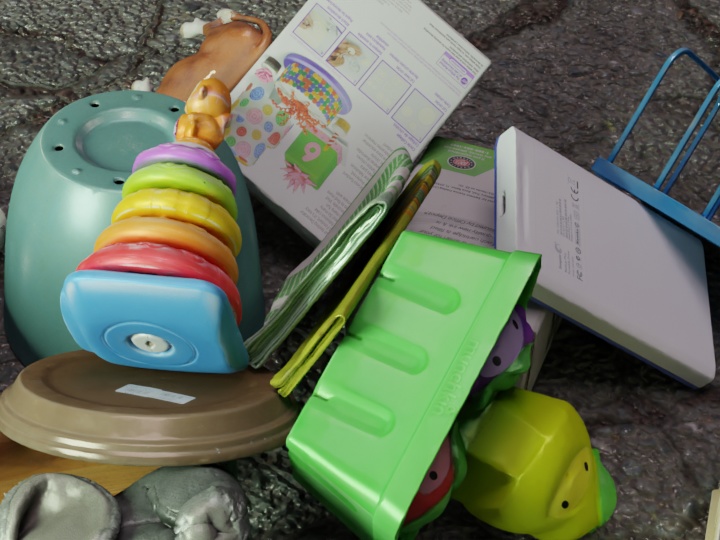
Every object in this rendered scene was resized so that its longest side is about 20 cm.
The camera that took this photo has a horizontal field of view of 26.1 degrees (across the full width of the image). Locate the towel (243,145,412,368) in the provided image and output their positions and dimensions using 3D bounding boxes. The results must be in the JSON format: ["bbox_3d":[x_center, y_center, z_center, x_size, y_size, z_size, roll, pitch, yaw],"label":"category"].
[{"bbox_3d":[-0.020,-0.014,1.087,0.023,0.153,0.200,40,16,-3],"label":"towel"}]

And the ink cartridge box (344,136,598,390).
[{"bbox_3d":[0.088,-0.003,1.184,0.144,0.085,0.201,16,41,14],"label":"ink cartridge box"}]

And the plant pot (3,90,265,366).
[{"bbox_3d":[-0.168,-0.031,1.135,0.198,0.162,0.202,2,40,-2],"label":"plant pot"}]

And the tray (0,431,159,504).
[{"bbox_3d":[-0.222,0.135,1.030,0.198,0.037,0.099,-9,42,-14],"label":"tray"}]

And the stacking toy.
[{"bbox_3d":[-0.116,-0.041,1.004,0.108,0.116,0.202,5,63,9],"label":"stacking toy"}]

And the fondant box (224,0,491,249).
[{"bbox_3d":[-0.014,-0.131,1.229,0.144,0.058,0.200,40,81,-3],"label":"fondant box"}]

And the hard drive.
[{"bbox_3d":[0.180,-0.008,1.143,0.199,0.025,0.133,27,47,-27],"label":"hard drive"}]

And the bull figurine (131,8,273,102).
[{"bbox_3d":[-0.149,-0.138,1.291,0.200,0.065,0.122,-41,33,7],"label":"bull figurine"}]

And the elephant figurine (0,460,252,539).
[{"bbox_3d":[-0.159,0.184,0.905,0.198,0.143,0.155,-11,-3,-6],"label":"elephant figurine"}]

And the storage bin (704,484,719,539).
[{"bbox_3d":[0.320,0.184,0.977,0.198,0.094,0.199,13,41,11],"label":"storage bin"}]

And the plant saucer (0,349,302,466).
[{"bbox_3d":[-0.134,0.082,0.996,0.198,0.030,0.200,4,11,-1],"label":"plant saucer"}]

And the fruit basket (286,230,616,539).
[{"bbox_3d":[0.077,0.102,0.989,0.213,0.156,0.218,0,69,0],"label":"fruit basket"}]

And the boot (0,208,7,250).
[{"bbox_3d":[-0.391,-0.031,1.187,0.198,0.073,0.144,24,45,17],"label":"boot"}]

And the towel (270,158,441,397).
[{"bbox_3d":[0.000,0.000,1.029,0.018,0.086,0.200,35,38,-2],"label":"towel"}]

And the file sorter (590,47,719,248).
[{"bbox_3d":[0.311,-0.068,1.209,0.199,0.123,0.138,35,8,32],"label":"file sorter"}]
